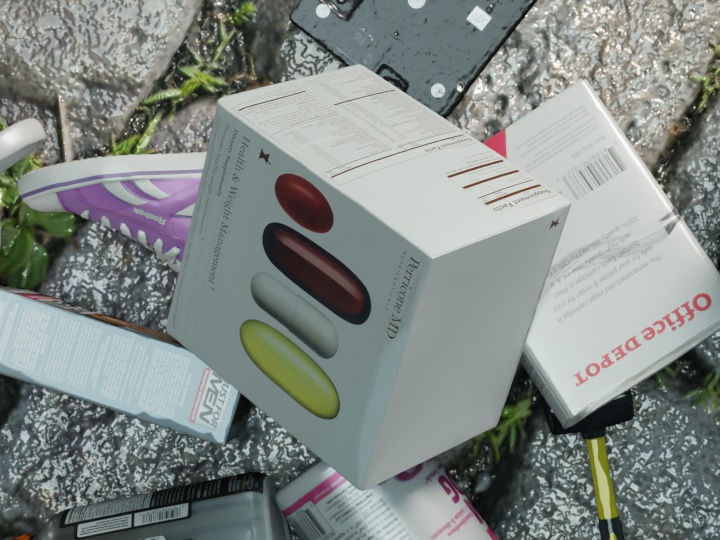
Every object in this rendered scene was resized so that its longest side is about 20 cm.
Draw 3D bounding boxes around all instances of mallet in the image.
[{"bbox_3d":[0.170,0.174,1.361,0.065,0.041,0.201,-3,93,3],"label":"mallet"}]

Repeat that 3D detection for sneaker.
[{"bbox_3d":[-0.153,-0.029,1.368,0.199,0.073,0.115,-1,93,4],"label":"sneaker"}]

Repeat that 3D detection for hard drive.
[{"bbox_3d":[0.061,-0.221,1.369,0.140,0.038,0.200,38,93,4],"label":"hard drive"}]

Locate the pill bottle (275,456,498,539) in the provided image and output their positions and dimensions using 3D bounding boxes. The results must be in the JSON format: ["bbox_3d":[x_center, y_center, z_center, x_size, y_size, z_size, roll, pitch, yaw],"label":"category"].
[{"bbox_3d":[0.040,0.208,1.329,0.113,0.113,0.200,-37,88,3],"label":"pill bottle"}]

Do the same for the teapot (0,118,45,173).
[{"bbox_3d":[-0.338,-0.028,1.301,0.196,0.146,0.201,13,81,-16],"label":"teapot"}]

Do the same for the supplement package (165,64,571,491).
[{"bbox_3d":[0.000,0.000,1.248,0.200,0.147,0.192,36,127,30],"label":"supplement package"}]

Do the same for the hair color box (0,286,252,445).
[{"bbox_3d":[-0.177,0.067,1.353,0.199,0.099,0.061,18,90,4],"label":"hair color box"}]

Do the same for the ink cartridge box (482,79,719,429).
[{"bbox_3d":[0.152,-0.008,1.317,0.145,0.083,0.201,-32,79,-5],"label":"ink cartridge box"}]

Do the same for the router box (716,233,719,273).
[{"bbox_3d":[0.329,-0.011,1.267,0.149,0.200,0.063,4,78,3],"label":"router box"}]

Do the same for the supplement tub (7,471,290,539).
[{"bbox_3d":[-0.151,0.222,1.339,0.199,0.123,0.123,-12,89,4],"label":"supplement tub"}]
